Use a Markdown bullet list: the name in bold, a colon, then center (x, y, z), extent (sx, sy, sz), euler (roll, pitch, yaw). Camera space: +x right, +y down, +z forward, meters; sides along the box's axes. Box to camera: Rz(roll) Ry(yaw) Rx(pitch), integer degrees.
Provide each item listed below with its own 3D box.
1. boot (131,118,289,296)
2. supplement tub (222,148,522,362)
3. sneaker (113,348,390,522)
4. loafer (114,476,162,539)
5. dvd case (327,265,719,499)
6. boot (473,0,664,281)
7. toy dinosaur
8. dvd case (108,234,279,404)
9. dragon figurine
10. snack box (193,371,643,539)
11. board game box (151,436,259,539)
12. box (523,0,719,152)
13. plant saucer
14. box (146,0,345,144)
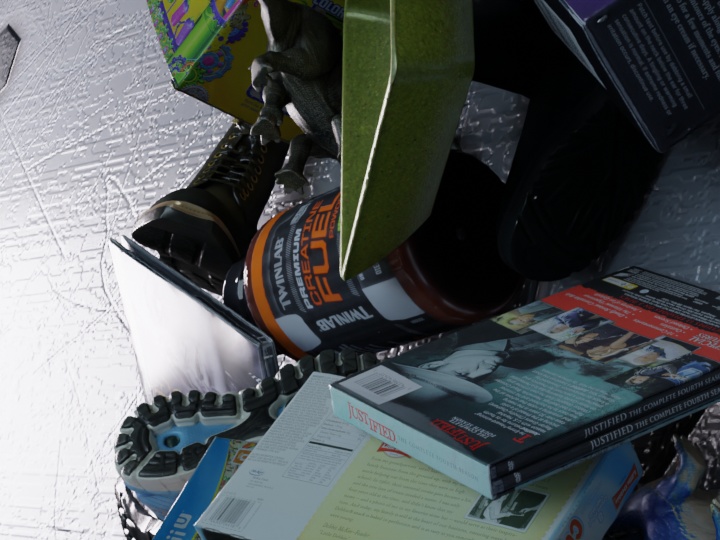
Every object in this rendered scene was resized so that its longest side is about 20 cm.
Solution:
- **boot**: center (-0.094, -0.066, 1.299), extent (0.200, 0.077, 0.138), euler (114, 179, -81)
- **supplement tub**: center (0.000, 0.000, 1.166), extent (0.200, 0.107, 0.107), euler (-21, 54, 47)
- **sneaker**: center (-0.043, 0.108, 1.131), extent (0.200, 0.090, 0.078), euler (-8, 48, 2)
- **loafer**: center (-0.116, 0.171, 1.263), extent (0.201, 0.070, 0.068), euler (-167, 61, -69)
- **dvd case**: center (0.104, 0.049, 0.937), extent (0.146, 0.200, 0.022), euler (21, 125, 56)
- **boot**: center (0.105, -0.101, 1.107), extent (0.168, 0.076, 0.200), euler (27, 86, 53)
- **toy dinosaur**: center (-0.029, -0.115, 1.170), extent (0.077, 0.200, 0.102), euler (-32, 23, 36)
- **dvd case**: center (-0.102, 0.074, 1.237), extent (0.200, 0.016, 0.149), euler (32, 139, 50)
- **dragon figurine**: center (0.153, 0.148, 0.902), extent (0.099, 0.059, 0.200), euler (-55, 30, 19)
- **snack box**: center (0.026, 0.113, 0.936), extent (0.200, 0.037, 0.116), euler (7, 46, 40)
- **board game box**: center (-0.016, 0.171, 0.983), extent (0.200, 0.064, 0.148), euler (4, 45, 29)
- **box**: center (0.183, -0.183, 0.970), extent (0.200, 0.104, 0.148), euler (-37, 41, 3)
- **plant saucer**: center (0.025, -0.124, 1.022), extent (0.200, 0.048, 0.200), euler (105, 168, -58)
- **box**: center (-0.043, -0.224, 1.261), extent (0.193, 0.122, 0.200), euler (-49, 37, 24)
